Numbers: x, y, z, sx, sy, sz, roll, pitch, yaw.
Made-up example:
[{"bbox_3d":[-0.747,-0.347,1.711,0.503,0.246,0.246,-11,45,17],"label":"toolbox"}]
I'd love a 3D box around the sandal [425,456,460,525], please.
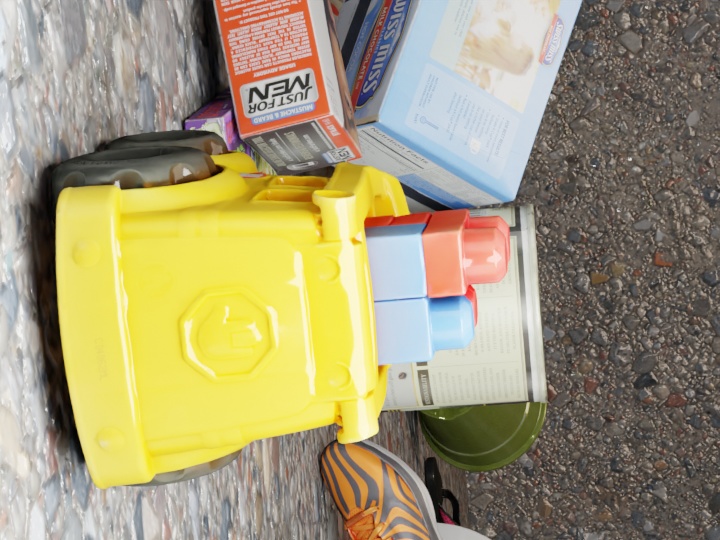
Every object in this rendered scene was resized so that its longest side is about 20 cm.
[{"bbox_3d":[0.133,0.375,2.561,0.075,0.045,0.201,-87,170,-52],"label":"sandal"}]

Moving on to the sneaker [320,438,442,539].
[{"bbox_3d":[0.018,0.234,1.355,0.201,0.078,0.112,53,33,7],"label":"sneaker"}]

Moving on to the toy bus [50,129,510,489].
[{"bbox_3d":[-0.028,0.003,0.724,0.200,0.190,0.137,-70,154,-78],"label":"toy bus"}]

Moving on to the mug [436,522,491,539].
[{"bbox_3d":[0.080,0.375,1.686,0.187,0.148,0.154,70,23,-44],"label":"mug"}]

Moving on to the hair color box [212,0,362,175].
[{"bbox_3d":[-0.054,-0.172,1.034,0.111,0.063,0.202,44,35,-77],"label":"hair color box"}]

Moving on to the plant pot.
[{"bbox_3d":[0.148,0.171,2.343,0.190,0.198,0.202,40,45,-63],"label":"plant pot"}]

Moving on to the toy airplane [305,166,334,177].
[{"bbox_3d":[0.020,-0.100,1.449,0.201,0.140,0.200,-101,171,-54],"label":"toy airplane"}]

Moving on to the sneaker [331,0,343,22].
[{"bbox_3d":[-0.034,-0.179,1.318,0.201,0.070,0.094,-83,172,-46],"label":"sneaker"}]

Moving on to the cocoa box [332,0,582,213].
[{"bbox_3d":[0.062,-0.161,1.218,0.131,0.133,0.202,-6,-119,59],"label":"cocoa box"}]

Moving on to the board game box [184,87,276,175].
[{"bbox_3d":[-0.076,-0.053,1.058,0.200,0.032,0.121,-68,155,-76],"label":"board game box"}]

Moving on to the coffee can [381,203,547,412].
[{"bbox_3d":[0.033,0.031,1.204,0.146,0.198,0.148,-4,90,-83],"label":"coffee can"}]

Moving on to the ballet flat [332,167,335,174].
[{"bbox_3d":[0.000,0.000,1.322,0.067,0.068,0.202,-4,109,-65],"label":"ballet flat"}]
